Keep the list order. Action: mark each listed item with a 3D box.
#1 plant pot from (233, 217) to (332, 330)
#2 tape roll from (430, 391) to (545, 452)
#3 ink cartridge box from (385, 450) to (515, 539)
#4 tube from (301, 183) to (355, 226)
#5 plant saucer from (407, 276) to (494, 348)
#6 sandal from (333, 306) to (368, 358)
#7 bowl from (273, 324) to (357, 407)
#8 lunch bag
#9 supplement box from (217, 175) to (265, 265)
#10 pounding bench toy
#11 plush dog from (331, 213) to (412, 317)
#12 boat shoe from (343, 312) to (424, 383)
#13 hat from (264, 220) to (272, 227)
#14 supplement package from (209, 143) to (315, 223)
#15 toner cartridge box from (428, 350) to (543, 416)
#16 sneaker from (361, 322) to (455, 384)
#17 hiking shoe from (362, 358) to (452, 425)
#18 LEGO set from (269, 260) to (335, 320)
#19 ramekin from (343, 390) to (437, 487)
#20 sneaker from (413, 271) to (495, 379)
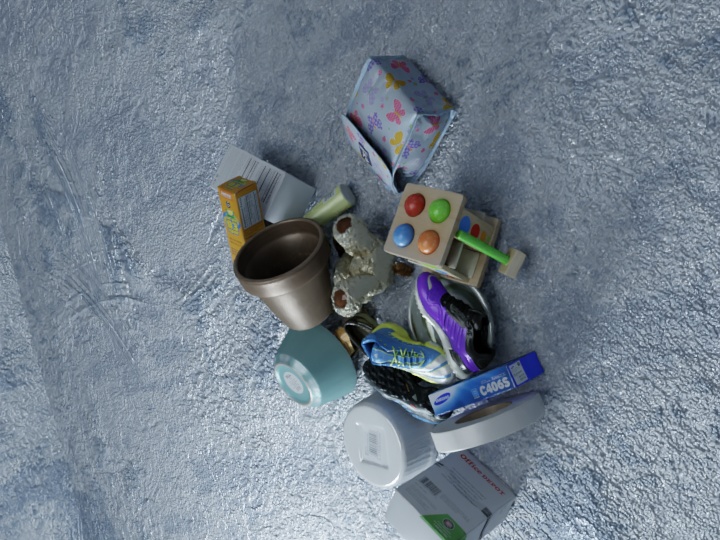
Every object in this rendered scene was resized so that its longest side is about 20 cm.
[{"bbox_3d":[-0.137,0.021,1.528,0.198,0.200,0.176,17,141,41],"label":"plant pot"},{"bbox_3d":[0.218,0.260,1.298,0.202,0.201,0.038,-26,82,45],"label":"tape roll"},{"bbox_3d":[0.168,0.437,1.396,0.146,0.198,0.085,39,129,32],"label":"ink cartridge box"},{"bbox_3d":[-0.097,-0.106,1.593,0.199,0.058,0.053,-35,52,26],"label":"tube"},{"bbox_3d":[0.175,0.093,1.405,0.198,0.050,0.204,14,110,42],"label":"plant saucer"},{"bbox_3d":[-0.036,0.153,1.633,0.081,0.054,0.201,55,132,21],"label":"sandal"},{"bbox_3d":[-0.113,0.218,1.647,0.199,0.105,0.203,28,139,27],"label":"bowl"},{"bbox_3d":[0.055,-0.262,1.387,0.170,0.126,0.201,53,139,24],"label":"lunch bag"},{"bbox_3d":[-0.241,-0.090,1.576,0.066,0.068,0.203,21,128,40],"label":"supplement box"},{"bbox_3d":[0.164,-0.054,1.276,0.198,0.155,0.126,18,86,41],"label":"pounding bench toy"},{"bbox_3d":[0.000,0.000,1.523,0.171,0.158,0.204,162,111,-63],"label":"plush dog"},{"bbox_3d":[0.045,0.165,1.527,0.199,0.065,0.074,35,118,19],"label":"boat shoe"},{"bbox_3d":[-0.261,-0.094,1.781,0.199,0.080,0.205,13,108,43],"label":"hat"},{"bbox_3d":[-0.217,-0.183,1.669,0.199,0.113,0.111,30,94,36],"label":"supplement package"},{"bbox_3d":[0.223,0.204,1.354,0.199,0.094,0.044,-32,77,44],"label":"toner cartridge box"},{"bbox_3d":[0.080,0.167,1.410,0.199,0.104,0.077,25,121,42],"label":"sneaker"},{"bbox_3d":[0.086,0.245,1.477,0.198,0.075,0.087,31,149,15],"label":"hiking shoe"},{"bbox_3d":[-0.141,0.023,1.661,0.152,0.115,0.204,16,112,42],"label":"LEGO set"},{"bbox_3d":[0.055,0.347,1.559,0.198,0.097,0.204,14,110,42],"label":"ramekin"},{"bbox_3d":[0.175,0.082,1.323,0.099,0.069,0.202,-32,84,42],"label":"sneaker"}]
